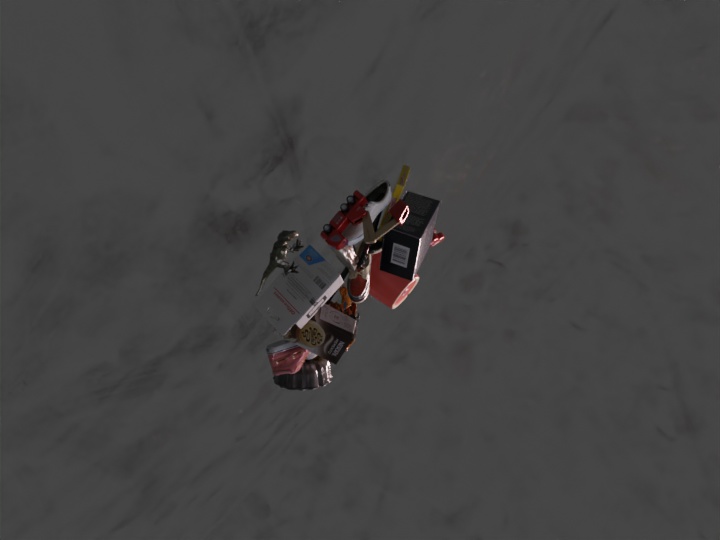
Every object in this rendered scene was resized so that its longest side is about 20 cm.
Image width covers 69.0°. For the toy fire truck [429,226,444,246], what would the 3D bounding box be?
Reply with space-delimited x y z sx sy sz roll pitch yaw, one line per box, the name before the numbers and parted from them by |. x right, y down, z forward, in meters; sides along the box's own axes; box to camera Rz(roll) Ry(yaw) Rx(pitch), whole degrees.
toy fire truck | 0.207 -0.122 1.948 0.166 0.114 0.199 -35 171 24

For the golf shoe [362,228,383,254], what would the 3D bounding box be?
golf shoe | 0.072 -0.090 1.586 0.200 0.076 0.090 -44 148 -45

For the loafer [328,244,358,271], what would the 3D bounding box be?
loafer | -0.034 -0.055 1.454 0.063 0.071 0.200 -52 163 -7

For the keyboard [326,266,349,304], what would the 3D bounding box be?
keyboard | -0.088 0.048 1.641 0.202 0.039 0.105 -57 -173 24

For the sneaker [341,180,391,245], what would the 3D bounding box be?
sneaker | 0.010 -0.156 1.351 0.202 0.072 0.071 -54 159 -21

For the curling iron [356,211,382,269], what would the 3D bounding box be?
curling iron | 0.032 -0.092 1.489 0.049 0.025 0.204 -15 -129 59

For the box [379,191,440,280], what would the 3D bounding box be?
box | 0.140 -0.101 1.480 0.201 0.105 0.151 -56 159 -46

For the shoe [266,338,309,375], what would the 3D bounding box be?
shoe | -0.181 0.246 1.571 0.195 0.094 0.071 -15 -171 -18

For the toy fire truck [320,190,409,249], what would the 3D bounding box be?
toy fire truck | 0.010 -0.116 1.282 0.201 0.141 0.049 -49 165 2

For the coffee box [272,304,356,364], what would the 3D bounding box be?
coffee box | -0.122 0.152 1.416 0.114 0.196 0.080 -58 -170 31

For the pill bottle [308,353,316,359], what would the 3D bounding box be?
pill bottle | -0.155 0.225 1.709 0.105 0.104 0.199 -55 165 26

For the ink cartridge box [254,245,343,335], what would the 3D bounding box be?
ink cartridge box | -0.150 0.055 1.284 0.200 0.116 0.068 -46 164 -9

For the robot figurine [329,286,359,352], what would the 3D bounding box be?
robot figurine | -0.055 0.155 1.562 0.146 0.057 0.203 -54 -155 36

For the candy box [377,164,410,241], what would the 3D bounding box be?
candy box | 0.089 -0.187 1.477 0.103 0.026 0.202 -67 179 -46

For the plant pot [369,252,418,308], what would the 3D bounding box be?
plant pot | 0.091 0.019 1.785 0.200 0.177 0.201 -45 166 -15

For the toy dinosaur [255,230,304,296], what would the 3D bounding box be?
toy dinosaur | -0.171 -0.026 1.163 0.087 0.048 0.202 -11 142 -44

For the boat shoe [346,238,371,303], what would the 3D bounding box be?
boat shoe | 0.000 0.000 1.558 0.063 0.069 0.204 92 8 -55

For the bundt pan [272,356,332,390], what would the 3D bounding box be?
bundt pan | -0.189 0.318 1.720 0.201 0.197 0.078 -20 114 -61

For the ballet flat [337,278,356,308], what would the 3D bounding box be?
ballet flat | -0.036 0.084 1.797 0.072 0.072 0.201 -42 164 -24
